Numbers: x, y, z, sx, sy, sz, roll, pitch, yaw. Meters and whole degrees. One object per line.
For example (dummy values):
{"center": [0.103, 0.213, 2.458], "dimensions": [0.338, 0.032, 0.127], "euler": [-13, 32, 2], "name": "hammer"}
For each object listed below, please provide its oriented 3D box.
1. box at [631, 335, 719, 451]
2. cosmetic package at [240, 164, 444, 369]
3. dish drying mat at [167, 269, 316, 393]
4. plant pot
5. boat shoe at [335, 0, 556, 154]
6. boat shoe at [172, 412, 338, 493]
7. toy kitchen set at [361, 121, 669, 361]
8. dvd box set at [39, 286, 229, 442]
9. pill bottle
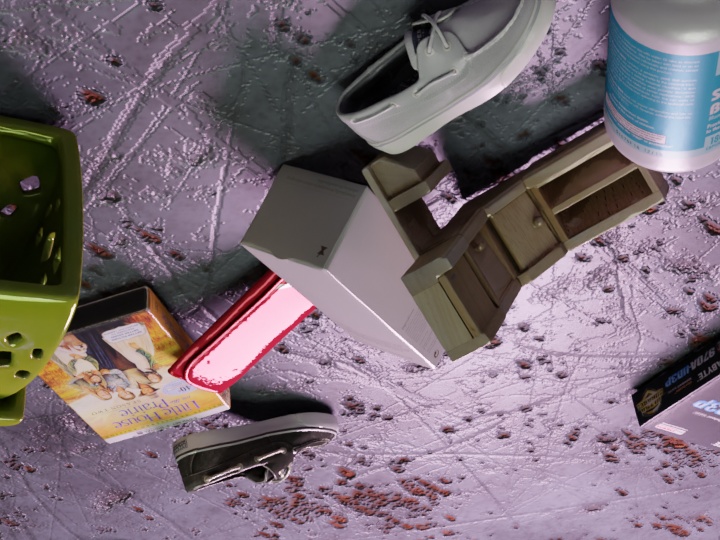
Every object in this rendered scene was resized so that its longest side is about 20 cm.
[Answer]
{"center": [0.435, 0.145, 1.539], "dimensions": [0.198, 0.046, 0.159], "euler": [19, 136, -34], "name": "box"}
{"center": [0.000, 0.000, 1.180], "dimensions": [0.107, 0.086, 0.200], "euler": [19, 163, 39], "name": "cosmetic package"}
{"center": [-0.094, 0.048, 1.282], "dimensions": [0.200, 0.018, 0.076], "euler": [-43, 139, 20], "name": "dish drying mat"}
{"center": [-0.329, 0.003, 1.031], "dimensions": [0.197, 0.200, 0.183], "euler": [10, 131, -21], "name": "plant pot"}
{"center": [0.059, -0.164, 1.024], "dimensions": [0.068, 0.073, 0.199], "euler": [23, 143, -36], "name": "boat shoe"}
{"center": [-0.108, 0.201, 1.457], "dimensions": [0.198, 0.064, 0.071], "euler": [-7, 160, -31], "name": "boat shoe"}
{"center": [0.124, -0.066, 1.097], "dimensions": [0.179, 0.200, 0.164], "euler": [-29, 98, 27], "name": "toy kitchen set"}
{"center": [-0.233, 0.099, 1.337], "dimensions": [0.144, 0.030, 0.201], "euler": [-16, 143, 10], "name": "dvd box set"}
{"center": [0.239, -0.174, 1.000], "dimensions": [0.109, 0.112, 0.201], "euler": [-9, 145, 2], "name": "pill bottle"}
